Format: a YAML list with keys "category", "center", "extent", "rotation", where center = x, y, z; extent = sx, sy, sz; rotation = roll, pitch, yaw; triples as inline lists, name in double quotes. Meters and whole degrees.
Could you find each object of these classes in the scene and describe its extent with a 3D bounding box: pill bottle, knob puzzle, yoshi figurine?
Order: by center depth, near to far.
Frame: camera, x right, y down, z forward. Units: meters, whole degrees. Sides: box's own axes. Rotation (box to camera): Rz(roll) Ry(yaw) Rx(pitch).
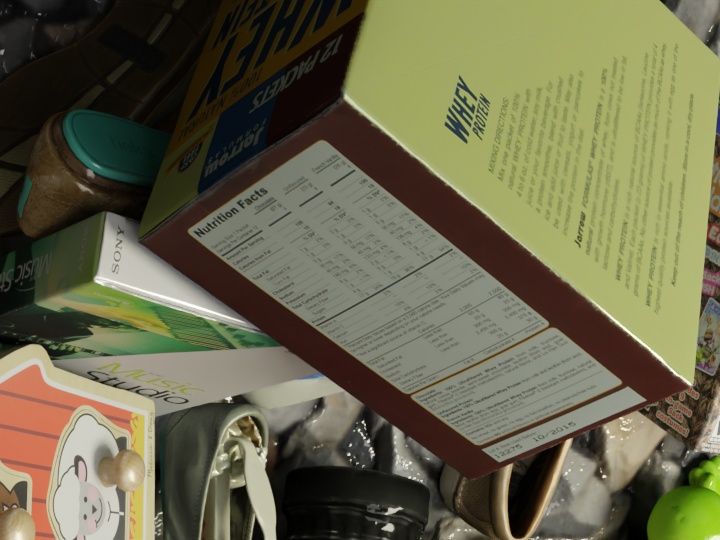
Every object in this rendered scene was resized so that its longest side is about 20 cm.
- category: "knob puzzle"
  center: [-0.141, 0.130, 0.735]
  extent: [0.219, 0.030, 0.222]
  rotation: [26, 60, -60]
- category: "pill bottle"
  center: [-0.012, 0.217, 0.940]
  extent: [0.111, 0.111, 0.202]
  rotation: [21, 67, -36]
- category: "yoshi figurine"
  center: [0.264, 0.185, 1.147]
  extent: [0.198, 0.112, 0.113]
  rotation: [-5, 97, -27]

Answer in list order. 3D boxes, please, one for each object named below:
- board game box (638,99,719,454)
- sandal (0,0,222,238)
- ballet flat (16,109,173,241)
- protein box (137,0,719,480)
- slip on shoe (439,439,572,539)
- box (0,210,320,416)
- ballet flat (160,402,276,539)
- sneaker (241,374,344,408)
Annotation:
- category: "board game box"
  center: [0.272, 0.012, 1.072]
  extent: [0.158, 0.097, 0.202]
  rotation: [9, 106, -34]
- category: "sandal"
  center: [-0.115, -0.085, 0.817]
  extent: [0.200, 0.080, 0.054]
  rotation: [-47, 148, -11]
- category: "ballet flat"
  center: [-0.077, -0.026, 0.787]
  extent: [0.199, 0.068, 0.072]
  rotation: [5, 139, -45]
- category: "protein box"
  center: [0.039, -0.056, 0.738]
  extent: [0.199, 0.134, 0.200]
  rotation: [37, 46, -25]
- category: "slip on shoe"
  center: [0.114, 0.071, 1.024]
  extent: [0.076, 0.061, 0.201]
  rotation: [22, 99, -36]
- category: "box"
  center: [-0.113, 0.028, 0.792]
  extent: [0.143, 0.199, 0.037]
  rotation: [19, 65, -35]
- category: "ballet flat"
  center: [-0.076, 0.166, 0.888]
  extent: [0.067, 0.063, 0.202]
  rotation: [34, 52, -59]
- category: "sneaker"
  center: [0.000, 0.001, 0.868]
  extent: [0.198, 0.077, 0.112]
  rotation: [-15, 133, 22]
